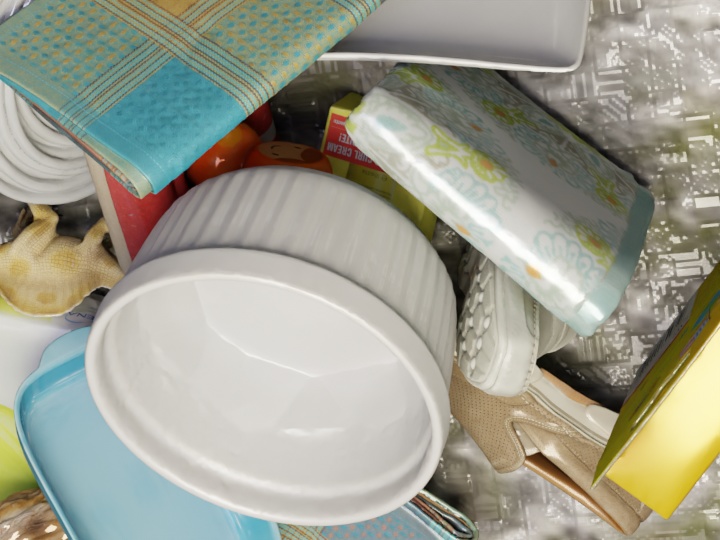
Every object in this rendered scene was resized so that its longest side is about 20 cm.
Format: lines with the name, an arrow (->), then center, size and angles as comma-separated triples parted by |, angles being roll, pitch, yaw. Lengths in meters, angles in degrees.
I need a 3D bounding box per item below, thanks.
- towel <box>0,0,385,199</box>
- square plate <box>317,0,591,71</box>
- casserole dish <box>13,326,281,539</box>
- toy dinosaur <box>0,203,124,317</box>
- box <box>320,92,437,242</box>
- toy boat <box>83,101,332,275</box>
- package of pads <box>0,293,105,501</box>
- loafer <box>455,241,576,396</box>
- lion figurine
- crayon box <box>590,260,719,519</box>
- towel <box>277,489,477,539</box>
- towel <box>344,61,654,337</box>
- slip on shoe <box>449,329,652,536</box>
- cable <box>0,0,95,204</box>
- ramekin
towel -> -0.089, -0.134, 1.184 | 0.146, 0.200, 0.022 | 38, 155, 28
square plate -> 0.038, -0.182, 1.229 | 0.197, 0.201, 0.029 | 4, 144, 13
casserole dish -> -0.130, 0.129, 1.323 | 0.201, 0.121, 0.039 | 59, 149, 8
toy dinosaur -> -0.199, -0.011, 1.358 | 0.198, 0.102, 0.058 | 5, 139, 7
box -> 0.000, 0.000, 1.340 | 0.075, 0.050, 0.201 | 18, 108, 11
toy boat -> -0.074, -0.065, 1.266 | 0.130, 0.131, 0.201 | 18, 142, 27
package of pads -> -0.243, 0.079, 1.420 | 0.199, 0.068, 0.156 | 10, 108, 12
loafer -> 0.093, 0.018, 1.241 | 0.069, 0.200, 0.070 | 18, 113, -3
lion figurine -> -0.144, 0.212, 1.351 | 0.201, 0.122, 0.072 | 59, 151, 2
crayon box -> 0.192, 0.055, 1.222 | 0.051, 0.200, 0.127 | 36, 111, 4
towel -> -0.025, 0.188, 1.377 | 0.146, 0.022, 0.201 | 34, 127, 6
towel -> 0.080, -0.052, 1.220 | 0.171, 0.200, 0.048 | 37, 110, 0
slip on shoe -> 0.091, 0.089, 1.304 | 0.199, 0.076, 0.061 | 28, 79, -15
cable -> -0.172, -0.139, 1.273 | 0.069, 0.199, 0.201 | 25, 115, 32
ramekin -> -0.040, 0.036, 1.206 | 0.199, 0.105, 0.201 | 10, 137, 10
